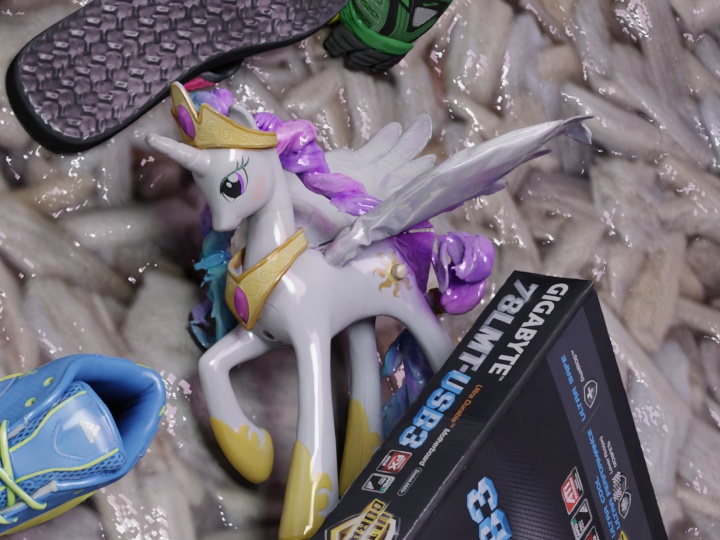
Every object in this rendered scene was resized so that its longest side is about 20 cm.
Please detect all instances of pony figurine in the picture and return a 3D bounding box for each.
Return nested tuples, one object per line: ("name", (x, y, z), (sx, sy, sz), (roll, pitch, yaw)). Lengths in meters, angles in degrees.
("pony figurine", (0.000, 0.000, 1.185), (0.192, 0.166, 0.201), (-17, 96, -36))

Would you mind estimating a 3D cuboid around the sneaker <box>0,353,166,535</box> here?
("sneaker", (-0.155, 0.074, 1.025), (0.200, 0.105, 0.076), (-28, 88, -45))

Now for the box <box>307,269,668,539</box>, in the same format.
("box", (0.060, 0.138, 1.141), (0.199, 0.049, 0.201), (-50, 135, -38))

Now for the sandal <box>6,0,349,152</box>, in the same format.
("sandal", (-0.085, -0.114, 1.232), (0.200, 0.045, 0.075), (-33, 86, -31))

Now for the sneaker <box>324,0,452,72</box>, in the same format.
("sneaker", (0.021, -0.204, 1.331), (0.078, 0.085, 0.201), (11, 62, -37))
